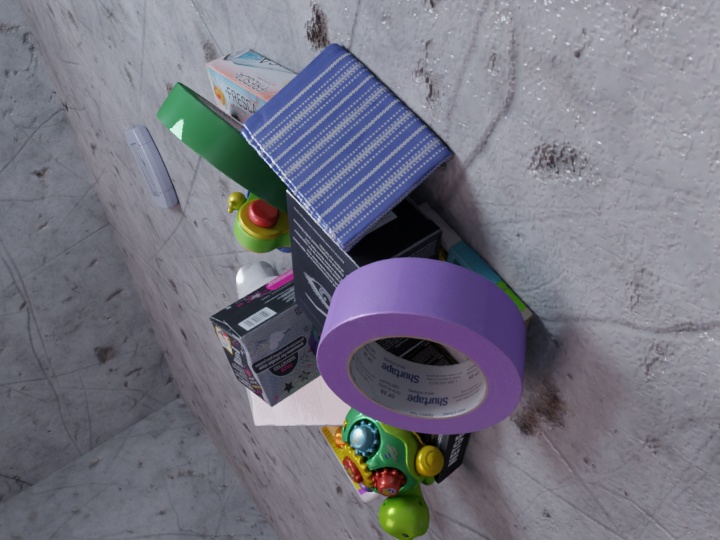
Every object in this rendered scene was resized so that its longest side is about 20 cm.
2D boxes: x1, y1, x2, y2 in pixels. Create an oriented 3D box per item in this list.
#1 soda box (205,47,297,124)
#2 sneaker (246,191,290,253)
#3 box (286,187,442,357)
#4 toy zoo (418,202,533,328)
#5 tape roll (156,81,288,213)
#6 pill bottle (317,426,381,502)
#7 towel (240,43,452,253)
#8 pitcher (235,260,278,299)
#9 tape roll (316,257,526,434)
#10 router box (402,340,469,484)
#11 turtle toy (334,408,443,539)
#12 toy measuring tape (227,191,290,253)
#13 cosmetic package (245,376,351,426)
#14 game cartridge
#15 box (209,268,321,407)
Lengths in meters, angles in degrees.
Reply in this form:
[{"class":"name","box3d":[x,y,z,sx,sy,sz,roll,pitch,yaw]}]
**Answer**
[{"class":"soda box","box3d":[-0.121,-0.221,0.889,0.199,0.068,0.064,38,148,42]},{"class":"sneaker","box3d":[-0.131,-0.094,1.033,0.074,0.082,0.202,45,153,27]},{"class":"box","box3d":[0.000,0.000,0.788,0.148,0.103,0.202,47,153,29]},{"class":"toy zoo","box3d":[0.098,0.016,0.762,0.201,0.020,0.132,49,154,27]},{"class":"tape roll","box3d":[-0.150,-0.148,0.847,0.199,0.048,0.201,37,-173,-5]},{"class":"pill bottle","box3d":[-0.004,0.263,1.134,0.202,0.103,0.104,56,156,12]},{"class":"towel","box3d":[-0.021,-0.131,0.711,0.201,0.144,0.024,49,-179,26]},{"class":"pitcher","box3d":[-0.148,0.089,1.209,0.199,0.119,0.175,30,128,60]},{"class":"tape roll","box3d":[0.059,0.079,0.677,0.196,0.066,0.202,9,139,8]},{"class":"router box","box3d":[0.080,0.174,0.929,0.149,0.051,0.202,45,152,30]},{"class":"turtle toy","box3d":[0.036,0.256,0.920,0.202,0.100,0.146,58,157,1]},{"class":"toy measuring tape","box3d":[-0.106,-0.035,0.924,0.199,0.074,0.074,39,152,10]},{"class":"cosmetic package","box3d":[-0.080,0.178,1.067,0.197,0.071,0.104,-8,98,33]},{"class":"game cartridge","box3d":[-0.503,-0.248,1.680,0.133,0.040,0.203,19,132,62]},{"class":"box","box3d":[-0.087,0.079,0.982,0.131,0.198,0.116,17,133,58]}]
